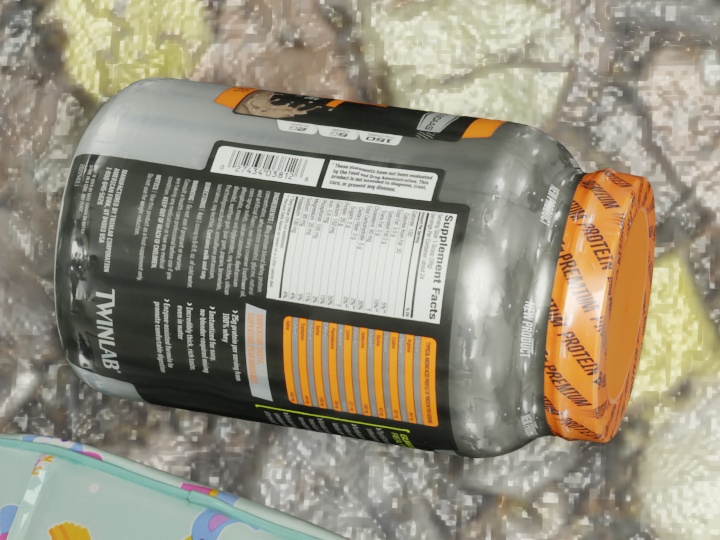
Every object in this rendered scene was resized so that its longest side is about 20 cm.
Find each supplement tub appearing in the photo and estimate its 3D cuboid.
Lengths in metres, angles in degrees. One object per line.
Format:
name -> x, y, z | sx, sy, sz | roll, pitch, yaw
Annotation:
supplement tub -> 0.000, 0.000, 0.887 | 0.200, 0.123, 0.123 | 9, 83, 15

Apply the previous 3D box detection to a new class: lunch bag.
lunch bag -> -0.040, 0.125, 0.861 | 0.200, 0.160, 0.077 | 17, 80, 22
